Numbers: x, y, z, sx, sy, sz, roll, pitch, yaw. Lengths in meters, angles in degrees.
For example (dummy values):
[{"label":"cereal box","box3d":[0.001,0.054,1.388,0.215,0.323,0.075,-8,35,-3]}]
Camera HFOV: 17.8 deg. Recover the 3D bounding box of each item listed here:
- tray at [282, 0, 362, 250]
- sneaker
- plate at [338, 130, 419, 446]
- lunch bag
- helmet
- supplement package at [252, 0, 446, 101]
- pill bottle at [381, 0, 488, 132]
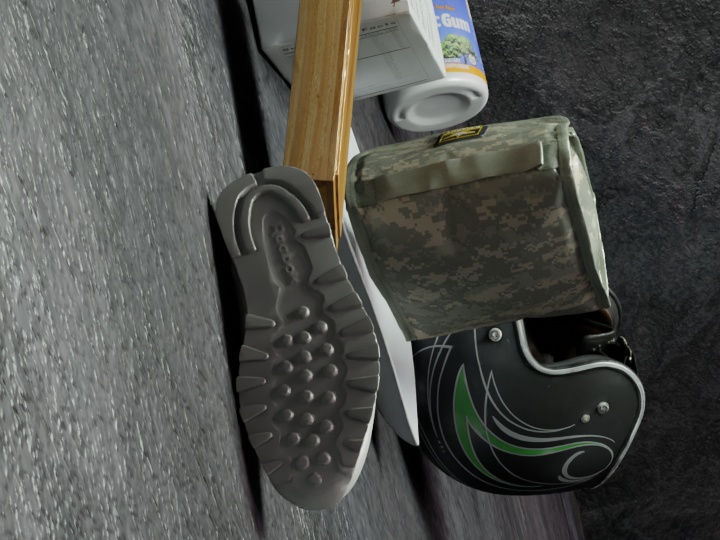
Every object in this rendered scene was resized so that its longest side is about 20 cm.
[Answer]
[{"label":"tray","box3d":[-0.022,-0.123,1.463,0.099,0.037,0.202,89,4,-64]},{"label":"sneaker","box3d":[-0.028,0.043,1.212,0.081,0.076,0.201,82,0,-55]},{"label":"plate","box3d":[0.000,0.000,1.687,0.200,0.032,0.201,-91,165,-60]},{"label":"lunch bag","box3d":[0.083,-0.041,1.635,0.200,0.162,0.119,61,21,-65]},{"label":"helmet","box3d":[0.120,0.081,1.850,0.200,0.189,0.202,-165,-90,-78]},{"label":"supplement package","box3d":[-0.012,-0.201,1.668,0.200,0.113,0.111,46,32,-78]},{"label":"pill bottle","box3d":[0.062,-0.258,2.419,0.112,0.111,0.202,59,17,-67]}]
